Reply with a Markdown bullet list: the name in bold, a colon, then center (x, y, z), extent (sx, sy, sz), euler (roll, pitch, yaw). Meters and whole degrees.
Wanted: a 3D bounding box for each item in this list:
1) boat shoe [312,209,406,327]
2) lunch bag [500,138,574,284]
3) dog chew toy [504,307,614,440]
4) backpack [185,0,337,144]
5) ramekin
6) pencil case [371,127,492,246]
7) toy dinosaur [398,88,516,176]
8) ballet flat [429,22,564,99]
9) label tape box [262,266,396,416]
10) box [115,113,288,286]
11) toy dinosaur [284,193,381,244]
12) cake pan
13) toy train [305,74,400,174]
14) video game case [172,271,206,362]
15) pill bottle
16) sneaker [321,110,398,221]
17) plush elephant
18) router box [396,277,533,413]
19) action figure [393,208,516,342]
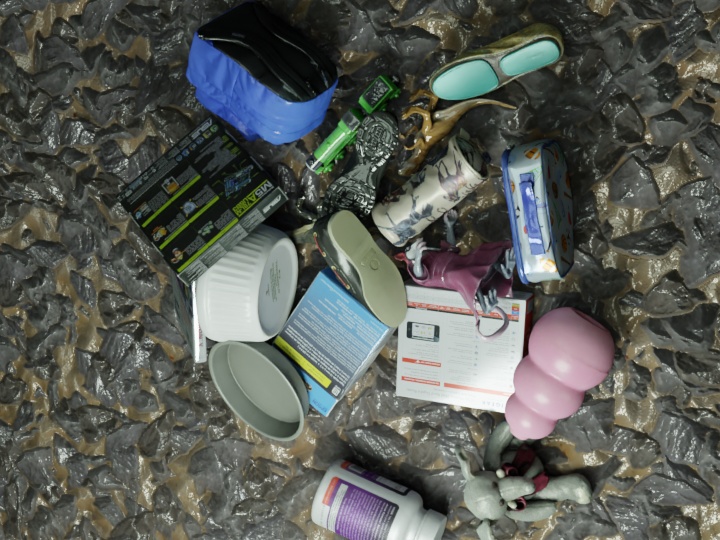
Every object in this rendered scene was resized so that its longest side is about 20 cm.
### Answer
- **boat shoe**: center (0.002, -0.002, 1.619), extent (0.063, 0.074, 0.202), euler (-7, 121, 55)
- **lunch bag**: center (0.246, -0.087, 1.507), extent (0.075, 0.160, 0.201), euler (-8, 99, 23)
- **dog chew toy**: center (0.277, 0.155, 1.557), extent (0.124, 0.124, 0.201), euler (33, 101, 12)
- **backpack**: center (-0.138, -0.283, 1.628), extent (0.200, 0.163, 0.168), euler (34, 141, 12)
- **ramekin**: center (-0.169, 0.019, 1.676), extent (0.094, 0.202, 0.204), euler (10, 105, 18)
- **pencil case**: center (0.100, -0.117, 1.594), extent (0.078, 0.090, 0.200), euler (33, 127, -27)
- **toy dinosaur**: center (0.119, -0.223, 1.597), extent (0.106, 0.061, 0.200), euler (38, 120, -21)
- **ballet flat**: center (0.194, -0.298, 1.537), extent (0.199, 0.071, 0.071), euler (-17, 95, 24)
- **label tape box**: center (-0.047, 0.111, 1.723), extent (0.143, 0.066, 0.200), euler (39, 118, 10)
- **box**: center (-0.239, -0.109, 1.615), extent (0.200, 0.048, 0.193), euler (-42, 63, -4)
- **toy dinosaur**: center (-0.069, -0.074, 1.703), extent (0.199, 0.047, 0.089), euler (0, 108, 25)
- **cake pan**: center (-0.161, 0.187, 1.756), extent (0.200, 0.037, 0.201), euler (25, 137, 26)
- **toy train**: center (-0.014, -0.219, 1.642), extent (0.042, 0.056, 0.200), euler (47, 113, 7)
- **video game case**: center (-0.276, 0.021, 1.726), extent (0.023, 0.200, 0.183), euler (-7, 116, -17)
- **pill bottle**: center (0.032, 0.389, 1.724), extent (0.199, 0.111, 0.112), euler (21, 109, 17)
- **sneaker**: center (0.009, -0.150, 1.628), extent (0.076, 0.091, 0.201), euler (31, 111, 2)
- **plush elephant**: center (0.217, 0.315, 1.608), extent (0.199, 0.155, 0.166), euler (-23, 92, 24)
- **router box**: center (0.156, 0.114, 1.648), extent (0.199, 0.049, 0.181), euler (8, 104, 21)
- **action figure**: center (0.138, 0.001, 1.591), extent (0.199, 0.134, 0.150), euler (9, 120, 42)
